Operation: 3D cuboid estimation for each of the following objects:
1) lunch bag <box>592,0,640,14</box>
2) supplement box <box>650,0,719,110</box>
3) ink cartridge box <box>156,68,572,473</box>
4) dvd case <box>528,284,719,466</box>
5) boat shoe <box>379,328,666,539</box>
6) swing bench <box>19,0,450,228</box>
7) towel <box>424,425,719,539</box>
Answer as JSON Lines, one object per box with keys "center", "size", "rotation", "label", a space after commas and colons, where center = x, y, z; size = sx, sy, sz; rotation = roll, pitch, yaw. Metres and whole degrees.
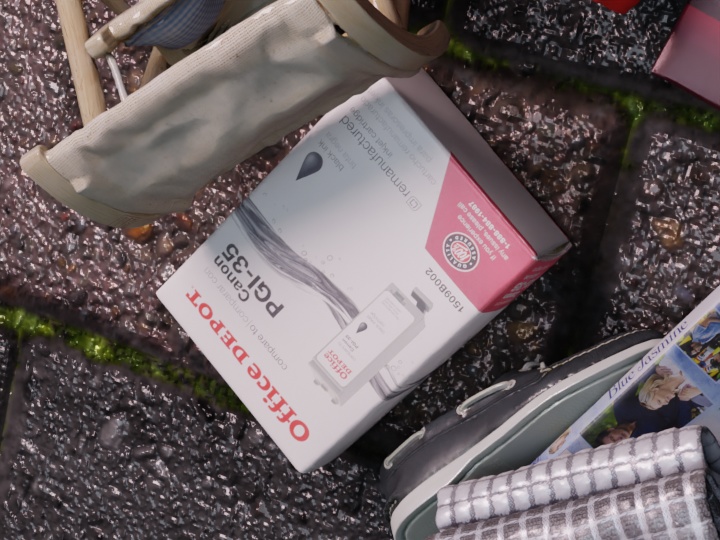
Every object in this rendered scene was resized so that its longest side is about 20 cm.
{"center": [0.078, -0.198, 0.731], "size": [0.176, 0.200, 0.082], "rotation": [46, 113, 6], "label": "lunch bag"}
{"center": [0.245, -0.165, 0.743], "size": [0.108, 0.061, 0.201], "rotation": [31, 109, 15], "label": "supplement box"}
{"center": [0.000, 0.000, 0.857], "size": [0.200, 0.083, 0.147], "rotation": [-44, 81, 22], "label": "ink cartridge box"}
{"center": [0.205, 0.092, 0.794], "size": [0.142, 0.018, 0.200], "rotation": [38, 112, -14], "label": "dvd case"}
{"center": [0.093, 0.086, 0.842], "size": [0.199, 0.076, 0.061], "rotation": [-33, 42, 10], "label": "boat shoe"}
{"center": [-0.067, -0.138, 0.790], "size": [0.198, 0.130, 0.202], "rotation": [-26, 50, 25], "label": "swing bench"}
{"center": [0.146, 0.191, 0.789], "size": [0.164, 0.086, 0.201], "rotation": [-20, 117, 23], "label": "towel"}
